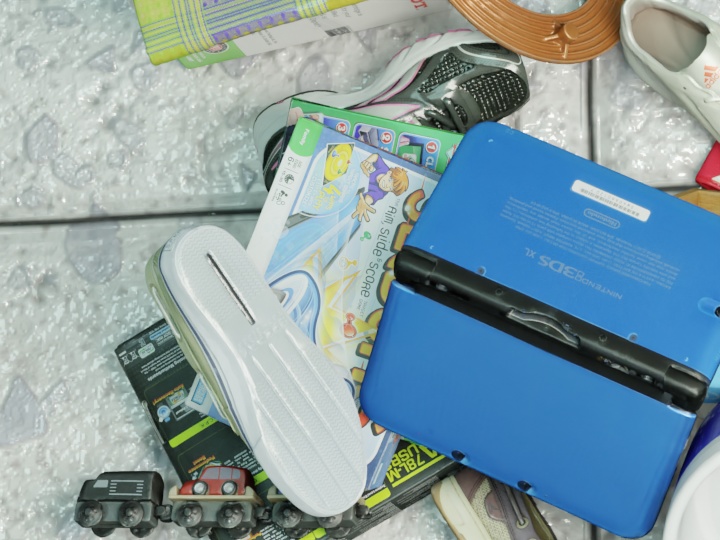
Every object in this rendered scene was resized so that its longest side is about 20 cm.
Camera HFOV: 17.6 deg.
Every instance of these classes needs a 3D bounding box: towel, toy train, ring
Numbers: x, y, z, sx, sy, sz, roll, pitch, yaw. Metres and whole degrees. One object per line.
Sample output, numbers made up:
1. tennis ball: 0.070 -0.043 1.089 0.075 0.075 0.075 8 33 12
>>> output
1. towel: -0.056 -0.221 1.496 0.200 0.023 0.144 -17 72 12
2. toy train: -0.089 0.148 1.509 0.200 0.034 0.046 -1 66 15
3. ring: 0.111 -0.230 1.541 0.019 0.200 0.201 -32 62 49

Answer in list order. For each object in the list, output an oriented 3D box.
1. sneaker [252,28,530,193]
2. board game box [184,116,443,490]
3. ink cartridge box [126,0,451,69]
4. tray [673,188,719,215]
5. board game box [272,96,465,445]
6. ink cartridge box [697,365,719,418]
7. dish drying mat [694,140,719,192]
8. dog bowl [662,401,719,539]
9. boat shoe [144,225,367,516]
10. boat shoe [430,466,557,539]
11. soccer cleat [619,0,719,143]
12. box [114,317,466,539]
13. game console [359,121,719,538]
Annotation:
1. sneaker: 0.024 -0.086 1.556 0.200 0.080 0.086 -23 40 18
2. board game box: -0.012 0.020 1.473 0.135 0.034 0.200 23 96 15
3. ink cartridge box: -0.050 -0.218 1.586 0.200 0.146 0.084 -12 72 10
4. tray: 0.282 -0.017 1.451 0.200 0.099 0.037 9 104 28
5. board game box: 0.000 0.000 1.503 0.134 0.029 0.200 13 93 15
6. ink cartridge box: 0.296 0.059 1.438 0.200 0.116 0.068 5 77 16
7. dish drying mat: 0.301 -0.128 1.541 0.077 0.018 0.200 28 83 20
8. dog bowl: 0.282 0.155 1.376 0.200 0.079 0.200 8 121 13
9. boat shoe: -0.063 0.062 1.439 0.072 0.062 0.200 -32 96 -28
10. boat shoe: 0.123 0.196 1.470 0.065 0.072 0.200 -41 64 6
11. soccer cleat: 0.244 -0.113 1.501 0.200 0.078 0.069 36 86 28
12. box: -0.036 0.085 1.553 0.200 0.048 0.193 -31 73 3
13. game console: 0.121 0.035 1.411 0.200 0.118 0.171 24 65 12
